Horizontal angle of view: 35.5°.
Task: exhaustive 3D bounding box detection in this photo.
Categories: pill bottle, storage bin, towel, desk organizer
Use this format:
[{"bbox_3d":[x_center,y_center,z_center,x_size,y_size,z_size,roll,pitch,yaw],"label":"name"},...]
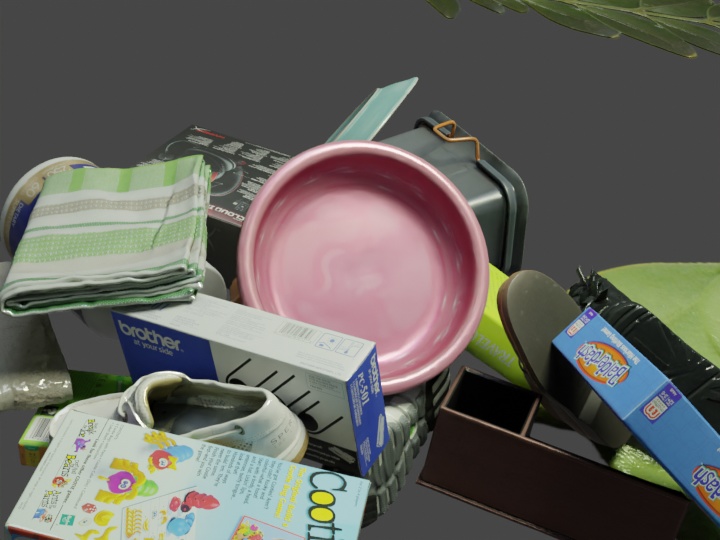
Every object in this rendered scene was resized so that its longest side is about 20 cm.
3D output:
[{"bbox_3d":[-0.215,-0.009,0.978,0.200,0.116,0.116,33,37,33],"label":"pill bottle"},{"bbox_3d":[0.064,-0.075,1.179,0.134,0.146,0.200,-17,39,-23],"label":"storage bin"},{"bbox_3d":[-0.313,0.058,0.894,0.132,0.035,0.200,-13,34,-20],"label":"towel"},{"bbox_3d":[0.153,0.153,0.871,0.199,0.077,0.072,19,31,13],"label":"desk organizer"},{"bbox_3d":[-0.192,-0.035,0.871,0.149,0.031,0.200,-5,32,-2],"label":"towel"}]

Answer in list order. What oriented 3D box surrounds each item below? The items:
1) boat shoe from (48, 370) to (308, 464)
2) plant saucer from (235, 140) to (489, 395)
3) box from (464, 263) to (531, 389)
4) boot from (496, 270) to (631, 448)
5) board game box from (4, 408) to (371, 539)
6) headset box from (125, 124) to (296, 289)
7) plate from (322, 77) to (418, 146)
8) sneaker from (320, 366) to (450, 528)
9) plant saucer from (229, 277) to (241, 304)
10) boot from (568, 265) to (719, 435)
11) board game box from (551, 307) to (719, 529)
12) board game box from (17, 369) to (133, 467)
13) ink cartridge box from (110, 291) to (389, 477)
[{"bbox_3d":[-0.135,0.099,0.766,0.199,0.069,0.071,-4,42,22],"label":"boat shoe"},{"bbox_3d":[0.000,0.000,0.880,0.200,0.201,0.051,4,-13,-13],"label":"plant saucer"},{"bbox_3d":[0.087,0.016,1.020,0.200,0.048,0.122,35,23,-16],"label":"box"},{"bbox_3d":[0.152,0.074,0.923,0.075,0.200,0.074,12,58,49],"label":"boot"},{"bbox_3d":[-0.106,0.179,0.706,0.199,0.103,0.105,13,37,3],"label":"board game box"},{"bbox_3d":[-0.154,-0.064,1.131,0.148,0.075,0.200,18,30,12],"label":"headset box"},{"bbox_3d":[-0.020,-0.118,1.084,0.026,0.200,0.200,41,30,-8],"label":"plate"},{"bbox_3d":[-0.015,0.125,0.883,0.115,0.075,0.200,9,28,25],"label":"sneaker"},{"bbox_3d":[-0.048,-0.033,1.007,0.032,0.200,0.200,46,33,-5],"label":"plant saucer"},{"bbox_3d":[0.263,0.085,1.013,0.198,0.073,0.162,46,4,-7],"label":"boot"},{"bbox_3d":[0.239,0.130,0.829,0.200,0.045,0.152,45,5,-17],"label":"board game box"},{"bbox_3d":[-0.146,0.121,0.854,0.199,0.030,0.096,4,30,5],"label":"board game box"},{"bbox_3d":[-0.079,0.074,0.803,0.199,0.094,0.044,14,42,27],"label":"ink cartridge box"}]
